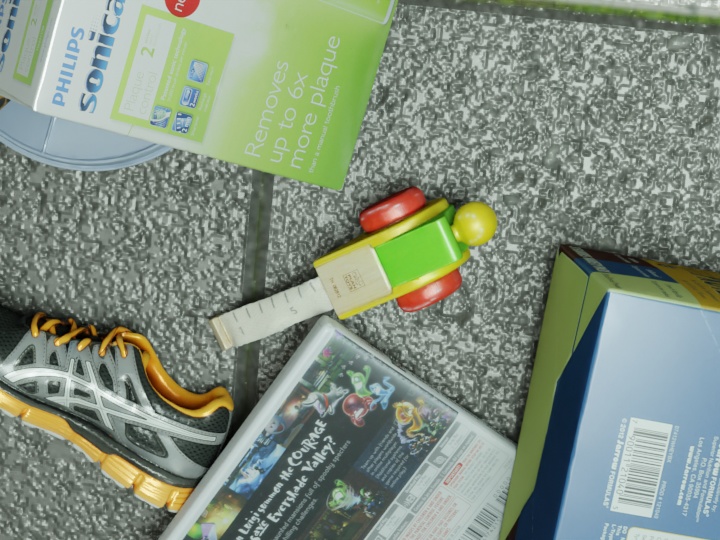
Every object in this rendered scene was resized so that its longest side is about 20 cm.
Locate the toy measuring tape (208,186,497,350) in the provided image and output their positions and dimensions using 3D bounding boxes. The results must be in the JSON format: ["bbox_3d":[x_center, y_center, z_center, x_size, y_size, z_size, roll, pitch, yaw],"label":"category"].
[{"bbox_3d":[0.000,0.000,0.913,0.198,0.073,0.074,-23,97,30],"label":"toy measuring tape"}]

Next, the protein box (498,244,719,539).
[{"bbox_3d":[0.199,0.109,0.853,0.197,0.135,0.202,10,100,-6],"label":"protein box"}]

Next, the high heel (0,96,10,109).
[{"bbox_3d":[-0.193,-0.142,0.821,0.071,0.143,0.201,32,99,-1],"label":"high heel"}]

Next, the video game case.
[{"bbox_3d":[-0.008,0.155,0.924,0.181,0.023,0.201,34,100,-18],"label":"video game case"}]

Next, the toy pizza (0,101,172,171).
[{"bbox_3d":[-0.161,-0.161,0.905,0.197,0.032,0.203,1,98,4],"label":"toy pizza"}]

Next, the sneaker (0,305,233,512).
[{"bbox_3d":[-0.166,0.063,0.921,0.199,0.078,0.078,34,100,-12],"label":"sneaker"}]

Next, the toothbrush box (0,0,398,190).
[{"bbox_3d":[-0.086,-0.140,0.820,0.198,0.086,0.148,13,97,-37],"label":"toothbrush box"}]
